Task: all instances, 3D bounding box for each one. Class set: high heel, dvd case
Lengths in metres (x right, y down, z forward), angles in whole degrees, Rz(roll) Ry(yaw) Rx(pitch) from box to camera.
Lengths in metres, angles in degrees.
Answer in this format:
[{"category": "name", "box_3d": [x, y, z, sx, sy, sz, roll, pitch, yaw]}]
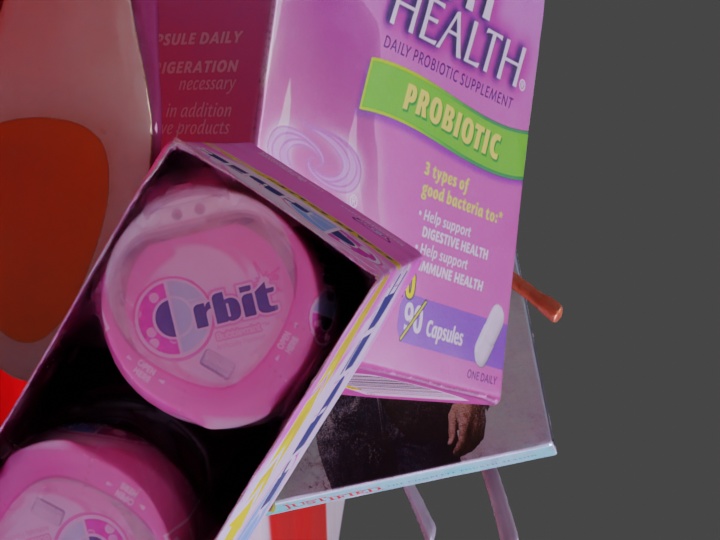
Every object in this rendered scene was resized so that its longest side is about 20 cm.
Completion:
[{"category": "high heel", "box_3d": [-0.087, -0.073, 0.621, 0.096, 0.067, 0.202, -73, 162, -79]}, {"category": "dvd case", "box_3d": [0.000, 0.000, 0.959, 0.022, 0.145, 0.201, 57, 22, -68]}]

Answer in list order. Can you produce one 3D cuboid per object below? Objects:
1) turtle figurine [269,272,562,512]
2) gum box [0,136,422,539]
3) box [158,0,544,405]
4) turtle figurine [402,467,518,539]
[{"category": "turtle figurine", "box_3d": [-0.025, 0.019, 0.902, 0.162, 0.199, 0.064, -60, -174, 2]}, {"category": "gum box", "box_3d": [-0.066, 0.065, 0.582, 0.201, 0.066, 0.113, -58, 176, 6]}, {"category": "box", "box_3d": [-0.019, -0.062, 0.782, 0.176, 0.096, 0.202, 19, 75, -54]}, {"category": "turtle figurine", "box_3d": [0.018, 0.027, 1.033, 0.144, 0.199, 0.195, 55, 56, -73]}]
